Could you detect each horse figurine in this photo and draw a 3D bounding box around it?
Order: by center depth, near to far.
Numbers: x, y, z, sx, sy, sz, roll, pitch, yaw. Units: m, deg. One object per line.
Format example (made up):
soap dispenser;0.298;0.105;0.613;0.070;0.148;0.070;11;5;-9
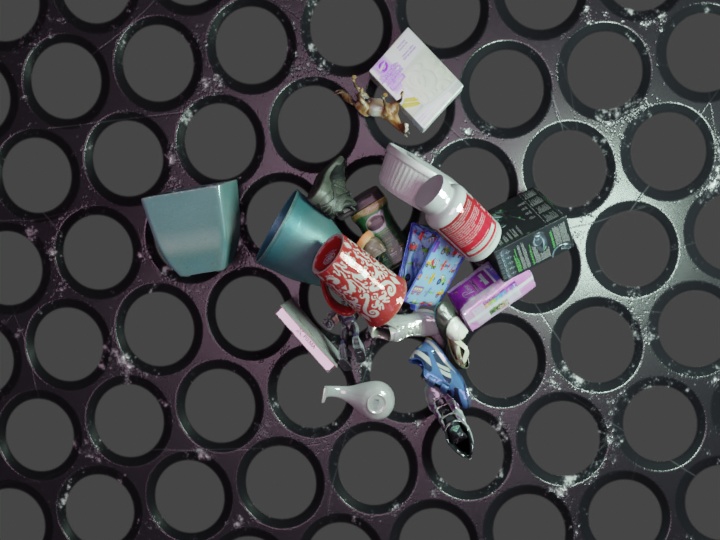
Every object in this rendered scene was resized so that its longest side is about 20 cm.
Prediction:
horse figurine;0.035;-0.410;1.525;0.194;0.133;0.051;19;73;10

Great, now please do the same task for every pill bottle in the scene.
pill bottle;0.217;-0.119;1.387;0.199;0.112;0.113;38;93;-28

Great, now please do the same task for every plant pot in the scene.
plant pot;-0.128;-0.060;1.509;0.185;0.200;0.203;31;93;-15
plant pot;-0.392;-0.100;1.517;0.189;0.197;0.207;-9;102;3

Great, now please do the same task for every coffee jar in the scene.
coffee jar;0.049;-0.103;1.543;0.102;0.085;0.204;-28;92;7

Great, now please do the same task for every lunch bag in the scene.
lunch bag;0.167;0.004;1.509;0.093;0.148;0.206;26;102;41

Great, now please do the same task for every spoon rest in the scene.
spoon rest;-0.006;0.325;1.585;0.194;0.061;0.103;12;94;-12

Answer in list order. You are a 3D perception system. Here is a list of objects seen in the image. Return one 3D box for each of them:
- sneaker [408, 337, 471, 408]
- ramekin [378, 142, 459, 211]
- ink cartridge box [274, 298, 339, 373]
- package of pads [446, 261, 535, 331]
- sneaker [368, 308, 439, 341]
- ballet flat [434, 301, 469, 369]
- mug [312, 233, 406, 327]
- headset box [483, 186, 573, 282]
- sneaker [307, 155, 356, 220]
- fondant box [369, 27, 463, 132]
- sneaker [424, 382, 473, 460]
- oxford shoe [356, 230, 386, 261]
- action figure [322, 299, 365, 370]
sneaker;0.196;0.265;1.528;0.081;0.075;0.201;-31;62;-16
ramekin;0.132;-0.214;1.486;0.199;0.203;0.096;32;104;1
ink cartridge box;-0.130;0.162;1.516;0.045;0.176;0.201;-42;90;4
package of pads;0.316;0.045;1.518;0.198;0.121;0.076;-36;119;3
sneaker;0.113;0.147;1.540;0.193;0.100;0.077;1;120;7
ballet flat;0.234;0.162;1.514;0.068;0.068;0.204;-39;129;-26
mug;-0.020;0.034;1.415;0.178;0.134;0.199;-45;119;12
headset box;0.373;-0.086;1.476;0.196;0.175;0.094;-27;121;3
sneaker;-0.058;-0.195;1.514;0.075;0.202;0.114;-32;116;30
fondant box;0.136;-0.469;1.538;0.200;0.058;0.144;45;94;1
sneaker;0.226;0.371;1.526;0.077;0.140;0.203;-33;91;4
oxford shoe;0.000;0.000;1.517;0.072;0.071;0.202;38;132;12
action figure;-0.027;0.139;1.524;0.127;0.203;0.070;-23;134;13
